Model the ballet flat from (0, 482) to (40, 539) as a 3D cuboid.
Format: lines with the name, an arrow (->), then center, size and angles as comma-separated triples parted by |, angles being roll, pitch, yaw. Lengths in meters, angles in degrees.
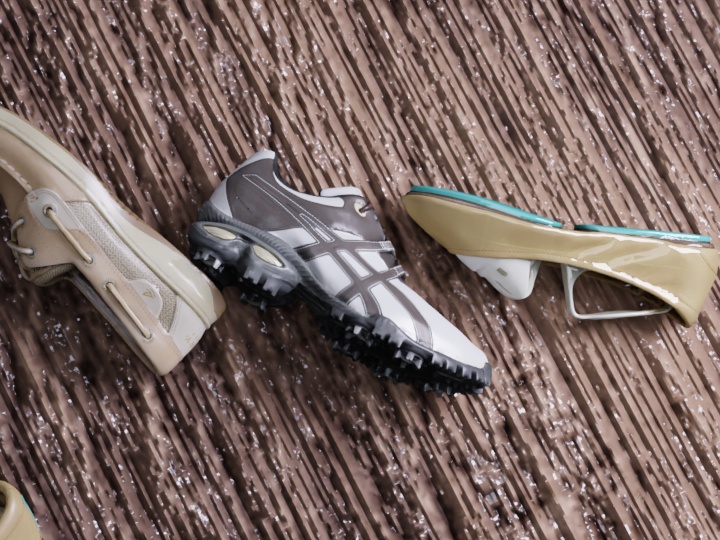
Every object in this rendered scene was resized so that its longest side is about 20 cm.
ballet flat -> -0.268, 0.165, 0.851 | 0.199, 0.063, 0.069 | -22, 42, -27

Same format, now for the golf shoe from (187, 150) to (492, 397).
golf shoe -> 0.000, 0.000, 0.940 | 0.199, 0.078, 0.095 | 30, 70, -6

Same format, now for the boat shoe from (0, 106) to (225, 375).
boat shoe -> -0.171, -0.022, 0.923 | 0.200, 0.071, 0.065 | 40, 75, 0

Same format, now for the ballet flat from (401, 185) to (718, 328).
ballet flat -> 0.119, -0.005, 0.965 | 0.199, 0.069, 0.063 | 10, 91, -5
